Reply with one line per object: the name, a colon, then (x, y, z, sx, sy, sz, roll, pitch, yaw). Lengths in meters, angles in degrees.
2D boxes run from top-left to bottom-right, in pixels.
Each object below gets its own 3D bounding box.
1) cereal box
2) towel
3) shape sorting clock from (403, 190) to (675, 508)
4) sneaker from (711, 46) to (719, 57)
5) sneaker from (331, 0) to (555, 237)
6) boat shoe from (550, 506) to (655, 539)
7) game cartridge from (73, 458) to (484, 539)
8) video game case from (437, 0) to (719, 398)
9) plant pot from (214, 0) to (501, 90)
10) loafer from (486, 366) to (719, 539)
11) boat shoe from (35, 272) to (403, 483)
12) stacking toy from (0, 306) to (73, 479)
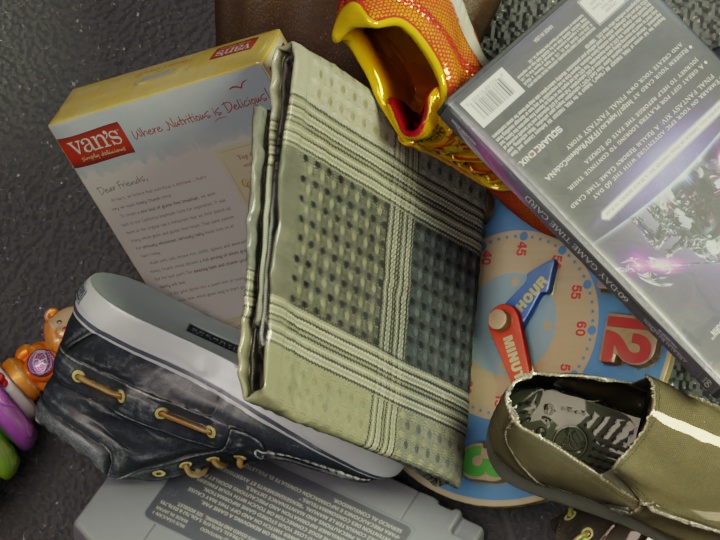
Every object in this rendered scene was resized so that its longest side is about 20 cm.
cereal box: (-0.061, -0.026, 1.388, 0.143, 0.201, 0.040, -12, 30, 30)
towel: (0.000, 0.000, 1.322, 0.034, 0.200, 0.194, -7, 68, 33)
shape sorting clock: (0.082, 0.030, 1.407, 0.199, 0.039, 0.201, -7, 74, 24)
sneaker: (0.197, -0.027, 1.378, 0.108, 0.070, 0.201, -11, 69, 9)
sneaker: (0.051, -0.078, 1.336, 0.073, 0.200, 0.077, -17, 38, 45)
boat shoe: (0.123, 0.154, 1.363, 0.060, 0.072, 0.202, 36, 93, 16)
game cartridge: (-0.049, 0.152, 1.400, 0.199, 0.042, 0.133, 24, 58, 18)
video game case: (0.154, -0.051, 1.302, 0.200, 0.019, 0.143, 46, 61, 4)
plant pot: (-0.007, -0.145, 1.420, 0.186, 0.187, 0.201, 16, 97, 19)
loafer: (0.154, 0.097, 1.295, 0.199, 0.070, 0.076, 11, 66, 17)
boat shoe: (-0.076, 0.083, 1.390, 0.199, 0.071, 0.091, 27, 109, 2)
stacking toy: (-0.226, 0.091, 1.475, 0.200, 0.110, 0.116, -40, 68, -6)
